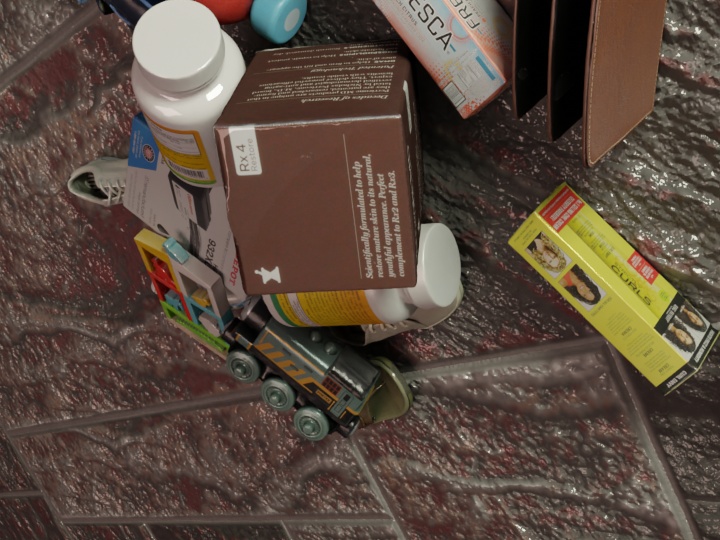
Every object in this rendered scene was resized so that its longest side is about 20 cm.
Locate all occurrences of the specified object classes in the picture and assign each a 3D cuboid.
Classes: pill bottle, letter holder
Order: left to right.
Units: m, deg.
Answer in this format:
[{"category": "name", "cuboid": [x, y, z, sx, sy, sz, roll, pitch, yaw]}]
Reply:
[{"category": "pill bottle", "cuboid": [-0.163, -0.173, 0.963, 0.111, 0.111, 0.201, 38, 165, 13]}, {"category": "pill bottle", "cuboid": [0.000, 0.000, 1.027, 0.197, 0.113, 0.115, -5, 115, 32]}, {"category": "letter holder", "cuboid": [0.167, -0.201, 0.755, 0.099, 0.142, 0.203, 19, 129, 30]}]

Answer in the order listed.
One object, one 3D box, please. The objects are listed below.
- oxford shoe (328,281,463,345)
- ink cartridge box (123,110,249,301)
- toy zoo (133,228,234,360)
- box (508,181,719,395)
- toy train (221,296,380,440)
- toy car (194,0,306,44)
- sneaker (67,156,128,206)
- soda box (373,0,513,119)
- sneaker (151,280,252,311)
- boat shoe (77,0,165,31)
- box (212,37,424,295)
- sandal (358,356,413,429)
[{"category": "oxford shoe", "cuboid": [0.035, 0.043, 1.101, 0.198, 0.058, 0.076, -19, 101, 44]}, {"category": "ink cartridge box", "cuboid": [-0.170, -0.086, 1.124, 0.199, 0.084, 0.146, 36, 137, 13]}, {"category": "toy zoo", "cuboid": [-0.209, 0.026, 1.191, 0.130, 0.020, 0.202, 30, 150, 26]}, {"category": "box", "cuboid": [0.233, 0.015, 0.897, 0.200, 0.075, 0.050, 46, 135, 8]}, {"category": "toy train", "cuboid": [-0.070, 0.110, 1.143, 0.199, 0.085, 0.114, 39, 125, 1]}, {"category": "toy car", "cuboid": [-0.170, -0.303, 0.936, 0.183, 0.200, 0.179, 35, 135, 17]}, {"category": "sneaker", "cuboid": [-0.308, -0.110, 1.283, 0.197, 0.071, 0.074, 2, 120, 40]}, {"category": "soda box", "cuboid": [0.067, -0.240, 0.870, 0.201, 0.068, 0.063, 52, 137, -2]}, {"category": "sneaker", "cuboid": [-0.210, -0.003, 1.275, 0.197, 0.075, 0.088, 11, 119, 35]}, {"category": "boat shoe", "cuboid": [-0.281, -0.316, 1.109, 0.200, 0.084, 0.069, 47, 126, 9]}, {"category": "box", "cuboid": [-0.027, -0.101, 0.912, 0.161, 0.201, 0.169, -2, 121, 7]}, {"category": "sandal", "cuboid": [-0.004, 0.169, 1.219, 0.080, 0.057, 0.200, 54, 138, -3]}]
